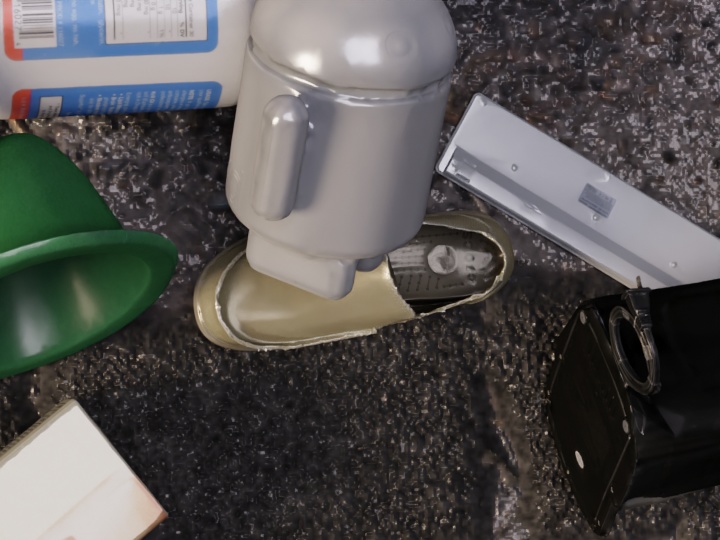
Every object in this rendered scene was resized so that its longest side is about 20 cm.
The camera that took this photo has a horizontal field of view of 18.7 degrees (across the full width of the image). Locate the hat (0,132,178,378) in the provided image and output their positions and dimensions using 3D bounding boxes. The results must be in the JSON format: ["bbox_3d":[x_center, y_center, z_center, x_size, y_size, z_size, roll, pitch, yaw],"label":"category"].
[{"bbox_3d":[-0.202,-0.057,1.210,0.165,0.200,0.177,-8,67,-37],"label":"hat"}]

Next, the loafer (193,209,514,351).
[{"bbox_3d":[0.000,0.000,1.285,0.199,0.068,0.076,-14,90,-13],"label":"loafer"}]

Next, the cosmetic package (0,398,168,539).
[{"bbox_3d":[-0.212,0.167,1.211,0.200,0.103,0.087,-39,95,-11],"label":"cosmetic package"}]

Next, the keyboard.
[{"bbox_3d":[0.143,-0.036,1.352,0.199,0.011,0.056,30,76,-10],"label":"keyboard"}]

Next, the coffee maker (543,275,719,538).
[{"bbox_3d":[0.228,0.065,1.271,0.199,0.192,0.135,-11,82,-14],"label":"coffee maker"}]

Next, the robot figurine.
[{"bbox_3d":[-0.011,-0.086,1.186,0.112,0.170,0.201,19,120,15],"label":"robot figurine"}]

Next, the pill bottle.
[{"bbox_3d":[-0.117,-0.146,1.243,0.199,0.112,0.113,-3,88,-14],"label":"pill bottle"}]
